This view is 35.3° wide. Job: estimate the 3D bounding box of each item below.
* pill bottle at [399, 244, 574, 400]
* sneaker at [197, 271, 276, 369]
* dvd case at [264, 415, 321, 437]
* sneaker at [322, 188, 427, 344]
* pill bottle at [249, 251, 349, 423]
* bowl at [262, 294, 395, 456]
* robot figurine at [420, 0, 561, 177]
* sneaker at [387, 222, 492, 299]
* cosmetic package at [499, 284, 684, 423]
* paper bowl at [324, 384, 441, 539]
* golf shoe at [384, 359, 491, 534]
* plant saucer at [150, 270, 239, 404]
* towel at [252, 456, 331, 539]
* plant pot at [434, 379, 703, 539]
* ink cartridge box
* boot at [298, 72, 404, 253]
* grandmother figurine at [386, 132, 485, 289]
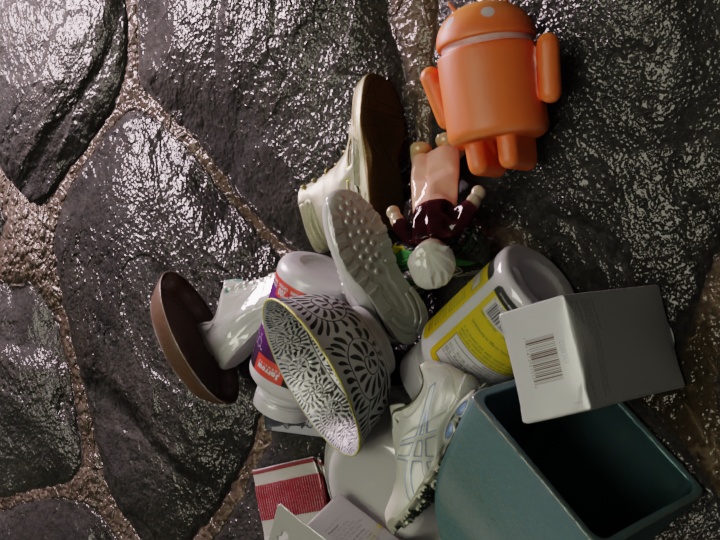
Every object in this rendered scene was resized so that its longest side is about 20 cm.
[{"bbox_3d":[0.139,0.074,1.262,0.200,0.114,0.115,-46,64,33],"label":"pill bottle"},{"bbox_3d":[-0.141,0.036,1.503,0.200,0.075,0.089,-44,73,12],"label":"sneaker"},{"bbox_3d":[-0.054,0.145,1.496,0.199,0.025,0.152,0,93,41],"label":"dvd case"},{"bbox_3d":[0.000,0.000,1.312,0.080,0.076,0.201,0,120,57],"label":"sneaker"},{"bbox_3d":[-0.073,0.086,1.419,0.112,0.112,0.202,31,112,36],"label":"pill bottle"},{"bbox_3d":[-0.021,0.101,1.289,0.201,0.094,0.202,50,157,30],"label":"bowl"},{"bbox_3d":[0.142,-0.206,1.240,0.144,0.115,0.202,164,100,-73],"label":"robot figurine"},{"bbox_3d":[0.079,-0.007,1.344,0.199,0.078,0.086,-4,117,47],"label":"sneaker"},{"bbox_3d":[0.234,0.080,1.122,0.081,0.199,0.114,-19,78,39],"label":"cosmetic package"},{"bbox_3d":[0.042,0.245,1.349,0.199,0.104,0.203,6,102,32],"label":"paper bowl"},{"bbox_3d":[0.066,0.190,1.237,0.097,0.078,0.201,34,106,21],"label":"golf shoe"},{"bbox_3d":[-0.230,0.097,1.538,0.034,0.200,0.202,-28,72,9],"label":"plant saucer"},{"bbox_3d":[-0.081,0.361,1.536,0.143,0.023,0.202,-20,78,42],"label":"towel"},{"bbox_3d":[0.190,0.245,1.184,0.196,0.195,0.201,50,129,27],"label":"plant pot"},{"bbox_3d":[-0.010,0.343,1.307,0.199,0.068,0.116,34,133,20],"label":"ink cartridge box"},{"bbox_3d":[-0.015,-0.132,1.414,0.154,0.072,0.202,-20,67,51],"label":"boot"},{"bbox_3d":[0.086,-0.066,1.273,0.121,0.060,0.201,-23,43,34],"label":"grandmother figurine"}]
